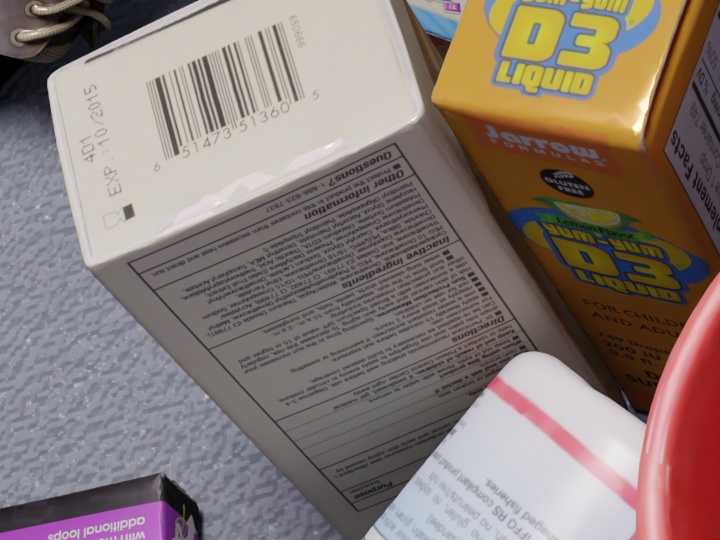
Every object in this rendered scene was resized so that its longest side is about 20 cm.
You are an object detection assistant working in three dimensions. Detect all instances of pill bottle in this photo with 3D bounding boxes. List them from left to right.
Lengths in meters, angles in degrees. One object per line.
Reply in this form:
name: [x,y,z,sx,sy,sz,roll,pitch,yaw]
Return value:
pill bottle: [0.026,0.131,0.688,0.109,0.109,0.200,38,88,35]

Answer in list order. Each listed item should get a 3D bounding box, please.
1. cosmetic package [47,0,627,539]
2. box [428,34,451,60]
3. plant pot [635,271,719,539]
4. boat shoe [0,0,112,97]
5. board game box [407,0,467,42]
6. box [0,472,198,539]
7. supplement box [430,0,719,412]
cosmetic package: [0.000,0.000,0.722,0.105,0.200,0.071,-23,55,9]
box: [0.051,-0.117,0.813,0.200,0.095,0.103,-36,32,1]
plant pot: [0.186,0.082,0.606,0.199,0.177,0.202,-11,58,18]
boat shoe: [-0.116,-0.111,0.889,0.200,0.074,0.074,-35,74,48]
board game box: [0.086,-0.121,0.742,0.034,0.199,0.135,-124,54,-69]
box: [-0.120,0.174,0.778,0.142,0.036,0.201,-14,59,17]
supplement box: [0.087,-0.021,0.694,0.066,0.200,0.069,12,67,29]
